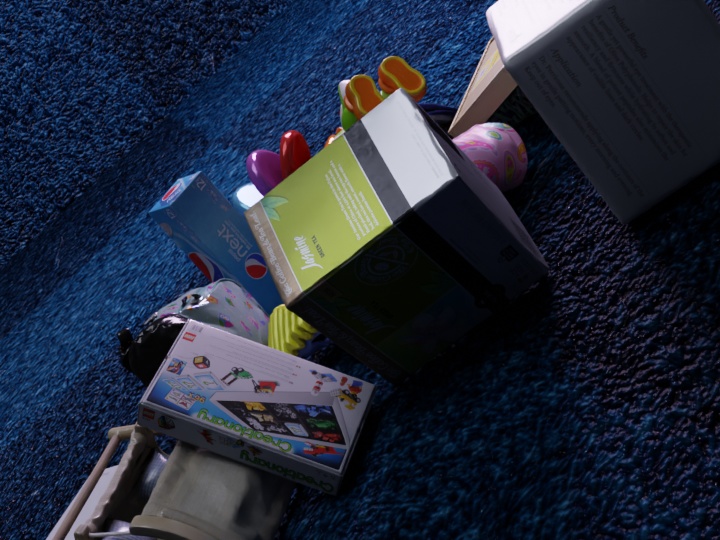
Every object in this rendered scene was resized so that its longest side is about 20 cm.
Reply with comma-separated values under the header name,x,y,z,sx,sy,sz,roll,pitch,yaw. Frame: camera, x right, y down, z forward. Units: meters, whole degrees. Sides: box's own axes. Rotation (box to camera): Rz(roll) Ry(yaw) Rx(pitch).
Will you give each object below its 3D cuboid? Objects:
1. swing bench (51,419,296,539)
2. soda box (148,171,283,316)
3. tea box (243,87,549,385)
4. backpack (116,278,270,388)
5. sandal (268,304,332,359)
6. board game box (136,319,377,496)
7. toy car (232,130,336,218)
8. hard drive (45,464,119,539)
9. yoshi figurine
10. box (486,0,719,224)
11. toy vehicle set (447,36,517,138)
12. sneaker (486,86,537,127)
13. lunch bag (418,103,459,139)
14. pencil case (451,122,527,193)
name,x,y,z,sx,sy,sz,roll,pitch,yaw
swing bench,-0.173,0.223,1.265,0.200,0.130,0.199,-29,23,31
soda box,-0.173,-0.028,1.684,0.064,0.200,0.068,-12,34,54
tea box,0.035,-0.026,1.247,0.197,0.200,0.134,-37,50,13
backpack,-0.176,0.096,1.531,0.126,0.167,0.200,-29,10,14
sandal,-0.043,0.062,1.454,0.200,0.087,0.080,140,133,-55
board game box,-0.095,0.127,1.253,0.126,0.200,0.035,-65,-7,-49
toy car,-0.086,-0.108,1.765,0.200,0.150,0.175,-32,22,25
hard drive,-0.322,0.307,1.519,0.132,0.026,0.200,-22,28,43
yoshi figurine,0.017,-0.128,1.422,0.200,0.112,0.112,113,169,-59
box,0.247,-0.195,1.235,0.171,0.199,0.200,-35,21,16
toy vehicle set,0.172,-0.252,1.581,0.124,0.026,0.200,-48,12,46
sneaker,0.196,-0.196,1.569,0.088,0.074,0.200,-52,9,0
lunch bag,0.037,-0.123,1.624,0.170,0.124,0.200,-21,14,45
pencil case,0.095,-0.104,1.413,0.087,0.088,0.200,-20,0,45
